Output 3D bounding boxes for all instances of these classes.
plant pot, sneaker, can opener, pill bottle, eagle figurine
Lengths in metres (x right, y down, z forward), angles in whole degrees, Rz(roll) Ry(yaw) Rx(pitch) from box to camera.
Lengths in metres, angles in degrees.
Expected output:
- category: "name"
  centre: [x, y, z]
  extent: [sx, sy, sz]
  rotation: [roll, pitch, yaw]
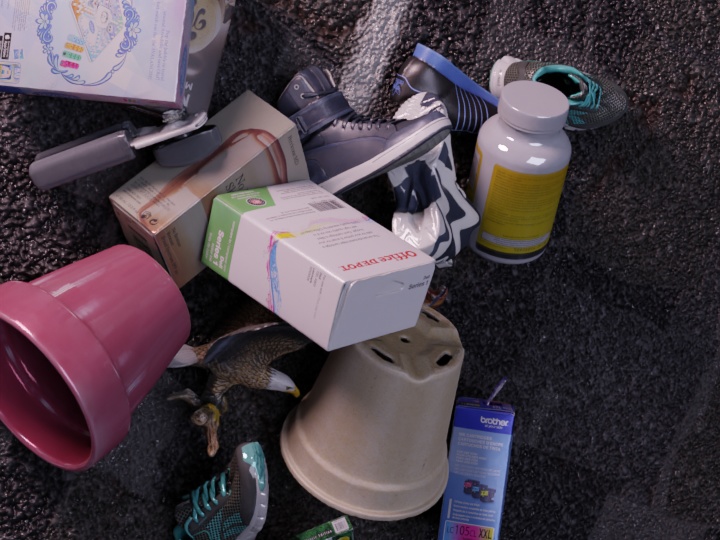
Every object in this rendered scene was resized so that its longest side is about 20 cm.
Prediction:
- category: "plant pot"
  centre: [0.028, 0.138, 1.606]
  extent: [0.199, 0.201, 0.184]
  rotation: [-3, 130, -28]
- category: "sneaker"
  centre: [0.120, -0.190, 1.749]
  extent: [0.199, 0.070, 0.078]
  rotation: [32, 95, -28]
- category: "sneaker"
  centre: [-0.004, -0.172, 1.611]
  extent: [0.077, 0.201, 0.147]
  rotation: [-19, 86, -57]
- category: "can opener"
  centre: [-0.244, -0.121, 1.508]
  extent: [0.198, 0.053, 0.067]
  rotation: [-15, 113, 7]
- category: "pill bottle"
  centre: [0.186, -0.116, 1.714]
  extent: [0.111, 0.112, 0.201]
  rotation: [-12, 132, -27]
- category: "sneaker"
  centre: [0.087, -0.095, 1.687]
  extent: [0.130, 0.079, 0.201]
  rotation: [40, 41, -61]
- category: "plant pot"
  centre: [-0.279, 0.074, 1.491]
  extent: [0.179, 0.199, 0.201]
  rotation: [-41, 112, -37]
- category: "eagle figurine"
  centre: [-0.113, 0.087, 1.591]
  extent: [0.201, 0.152, 0.150]
  rotation: [-53, 144, 13]
- category: "sneaker"
  centre: [-0.154, 0.258, 1.576]
  extent: [0.090, 0.078, 0.201]
  rotation: [4, 135, -16]
- category: "sneaker"
  centre: [0.260, -0.217, 1.803]
  extent: [0.198, 0.091, 0.078]
  rotation: [5, 92, -29]

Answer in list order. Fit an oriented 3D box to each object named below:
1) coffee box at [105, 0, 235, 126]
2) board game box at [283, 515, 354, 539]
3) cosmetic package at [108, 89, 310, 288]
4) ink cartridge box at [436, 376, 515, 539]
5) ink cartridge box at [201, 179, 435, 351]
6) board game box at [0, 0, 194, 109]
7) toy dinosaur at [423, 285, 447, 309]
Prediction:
- category: "coffee box"
  centre: [-0.204, -0.264, 1.554]
  extent: [0.112, 0.080, 0.202]
  rotation: [15, 87, -28]
- category: "board game box"
  centre: [-0.052, 0.349, 1.640]
  extent: [0.104, 0.024, 0.201]
  rotation: [-18, 143, -10]
- category: "cosmetic package"
  centre: [-0.159, -0.087, 1.569]
  extent: [0.200, 0.087, 0.104]
  rotation: [-41, 146, -19]
- category: "ink cartridge box"
  centre: [0.141, 0.226, 1.742]
  extent: [0.076, 0.136, 0.202]
  rotation: [6, 90, 5]
- category: "ink cartridge box"
  centre: [-0.044, -0.009, 1.516]
  extent: [0.144, 0.199, 0.085]
  rotation: [-13, 127, -46]
- category: "board game box"
  centre: [-0.268, -0.274, 1.476]
  extent: [0.197, 0.043, 0.202]
  rotation: [6, 87, 6]
- category: "toy dinosaur"
  centre: [0.000, 0.000, 1.705]
  extent: [0.181, 0.200, 0.105]
  rotation: [41, 92, 9]
